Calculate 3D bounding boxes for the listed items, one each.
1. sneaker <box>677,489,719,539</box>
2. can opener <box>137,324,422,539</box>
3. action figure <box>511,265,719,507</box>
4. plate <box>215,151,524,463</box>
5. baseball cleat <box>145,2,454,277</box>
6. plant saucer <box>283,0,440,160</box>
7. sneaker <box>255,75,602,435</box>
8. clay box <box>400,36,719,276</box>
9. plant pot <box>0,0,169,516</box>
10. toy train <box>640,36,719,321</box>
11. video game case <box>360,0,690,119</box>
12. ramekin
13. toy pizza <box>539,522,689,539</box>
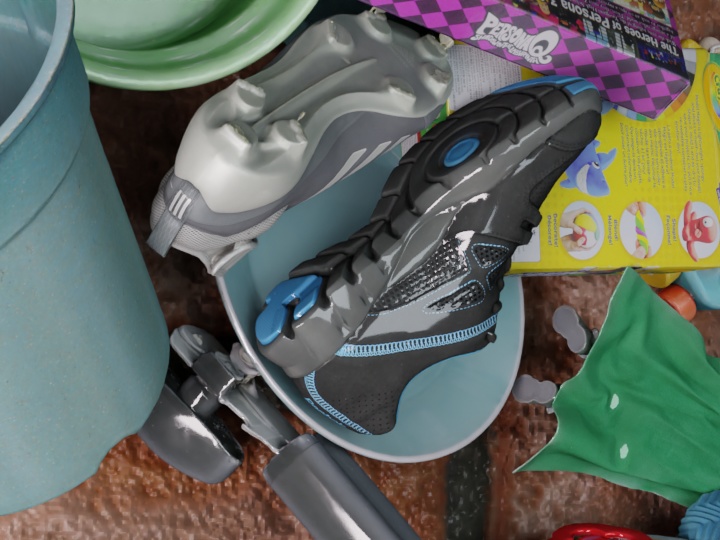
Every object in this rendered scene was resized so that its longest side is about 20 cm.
[{"bbox_3d":[0.245,0.178,1.446,0.199,0.077,0.081,21,113,-30],"label":"sneaker"},{"bbox_3d":[-0.030,0.104,1.274,0.200,0.053,0.067,44,104,13],"label":"can opener"},{"bbox_3d":[0.165,0.079,1.414,0.199,0.055,0.119,27,98,-41],"label":"action figure"},{"bbox_3d":[0.000,0.000,1.322,0.199,0.026,0.201,18,60,-36],"label":"plate"},{"bbox_3d":[-0.035,-0.059,1.231,0.070,0.107,0.200,48,35,12],"label":"baseball cleat"},{"bbox_3d":[-0.009,-0.130,1.336,0.200,0.019,0.070,44,56,-17],"label":"plant saucer"},{"bbox_3d":[0.043,-0.010,1.260,0.200,0.073,0.082,-42,112,-4],"label":"sneaker"},{"bbox_3d":[0.113,-0.055,1.361,0.199,0.047,0.116,0,84,-35],"label":"clay box"},{"bbox_3d":[-0.180,-0.011,1.129,0.200,0.200,0.197,-45,137,-24],"label":"plant pot"},{"bbox_3d":[0.215,-0.062,1.458,0.149,0.056,0.202,7,84,-30],"label":"toy train"},{"bbox_3d":[0.062,-0.177,1.326,0.199,0.036,0.182,19,42,-29],"label":"video game case"},{"bbox_3d":[-0.109,-0.179,1.226,0.199,0.098,0.202,0,89,-18],"label":"ramekin"},{"bbox_3d":[0.136,0.169,1.297,0.199,0.200,0.032,-13,116,-30],"label":"toy pizza"}]
